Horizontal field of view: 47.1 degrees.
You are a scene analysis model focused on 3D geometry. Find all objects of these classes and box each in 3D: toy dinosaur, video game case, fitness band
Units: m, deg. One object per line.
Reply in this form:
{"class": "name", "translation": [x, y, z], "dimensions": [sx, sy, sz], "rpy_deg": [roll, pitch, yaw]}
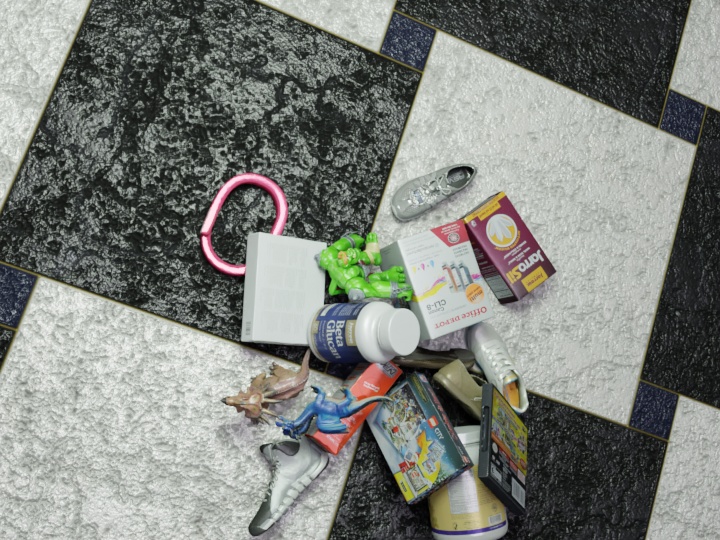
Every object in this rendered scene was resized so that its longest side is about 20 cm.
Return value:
{"class": "toy dinosaur", "translation": [-0.151, 0.216, 1.502], "dimensions": [0.200, 0.136, 0.086], "rpy_deg": [-31, 92, -17]}
{"class": "video game case", "translation": [0.268, 0.336, 1.543], "dimensions": [0.200, 0.025, 0.181], "rpy_deg": [49, 40, -44]}
{"class": "fitness band", "translation": [-0.222, -0.087, 1.577], "dimensions": [0.144, 0.037, 0.200], "rpy_deg": [26, 78, -13]}

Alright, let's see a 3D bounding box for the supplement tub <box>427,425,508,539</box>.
{"class": "supplement tub", "translation": [0.195, 0.404, 1.566], "dimensions": [0.145, 0.145, 0.200], "rpy_deg": [-6, 84, -16]}

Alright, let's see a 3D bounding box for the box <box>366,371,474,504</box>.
{"class": "box", "translation": [0.103, 0.308, 1.528], "dimensions": [0.137, 0.038, 0.200], "rpy_deg": [-38, 60, 18]}

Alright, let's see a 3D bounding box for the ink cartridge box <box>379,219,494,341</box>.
{"class": "ink cartridge box", "translation": [0.143, 0.025, 1.601], "dimensions": [0.145, 0.145, 0.200], "rpy_deg": [-19, 89, -18]}

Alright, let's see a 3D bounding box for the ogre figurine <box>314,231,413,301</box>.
{"class": "ogre figurine", "translation": [0.000, 0.000, 1.542], "dimensions": [0.120, 0.098, 0.200], "rpy_deg": [-16, 63, -31]}

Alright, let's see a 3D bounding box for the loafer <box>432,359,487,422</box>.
{"class": "loafer", "translation": [0.226, 0.246, 1.609], "dimensions": [0.200, 0.076, 0.067], "rpy_deg": [43, 82, -29]}

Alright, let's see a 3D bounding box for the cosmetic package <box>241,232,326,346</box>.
{"class": "cosmetic package", "translation": [-0.141, 0.038, 1.548], "dimensions": [0.151, 0.052, 0.200], "rpy_deg": [8, 80, -34]}

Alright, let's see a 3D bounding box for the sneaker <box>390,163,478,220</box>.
{"class": "sneaker", "translation": [0.148, -0.170, 1.659], "dimensions": [0.200, 0.082, 0.075], "rpy_deg": [-32, 92, -16]}

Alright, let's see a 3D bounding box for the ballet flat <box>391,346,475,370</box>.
{"class": "ballet flat", "translation": [0.131, 0.178, 1.628], "dimensions": [0.200, 0.067, 0.046], "rpy_deg": [4, 114, -17]}

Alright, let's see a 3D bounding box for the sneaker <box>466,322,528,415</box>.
{"class": "sneaker", "translation": [0.280, 0.193, 1.649], "dimensions": [0.076, 0.081, 0.200], "rpy_deg": [-24, 88, -15]}

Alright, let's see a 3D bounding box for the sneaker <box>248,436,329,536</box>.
{"class": "sneaker", "translation": [-0.160, 0.380, 1.519], "dimensions": [0.115, 0.075, 0.200], "rpy_deg": [45, 64, -1]}

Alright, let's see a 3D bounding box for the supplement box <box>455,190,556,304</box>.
{"class": "supplement box", "translation": [0.289, -0.045, 1.679], "dimensions": [0.110, 0.086, 0.200], "rpy_deg": [-35, 93, -17]}

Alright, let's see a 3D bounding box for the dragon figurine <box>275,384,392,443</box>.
{"class": "dragon figurine", "translation": [-0.046, 0.258, 1.458], "dimensions": [0.200, 0.059, 0.100], "rpy_deg": [5, 69, 4]}

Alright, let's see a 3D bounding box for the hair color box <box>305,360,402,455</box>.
{"class": "hair color box", "translation": [-0.015, 0.248, 1.553], "dimensions": [0.061, 0.102, 0.200], "rpy_deg": [41, 75, -6]}

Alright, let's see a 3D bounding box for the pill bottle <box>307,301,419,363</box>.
{"class": "pill bottle", "translation": [0.007, 0.113, 1.499], "dimensions": [0.111, 0.200, 0.111], "rpy_deg": [6, 82, -45]}
